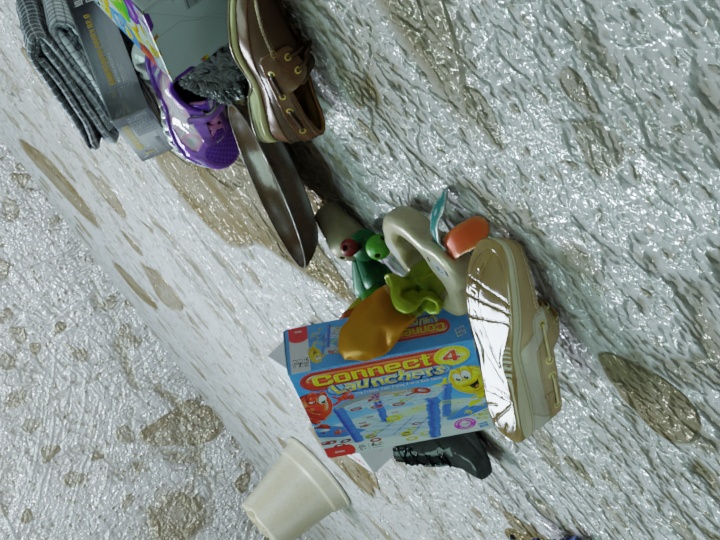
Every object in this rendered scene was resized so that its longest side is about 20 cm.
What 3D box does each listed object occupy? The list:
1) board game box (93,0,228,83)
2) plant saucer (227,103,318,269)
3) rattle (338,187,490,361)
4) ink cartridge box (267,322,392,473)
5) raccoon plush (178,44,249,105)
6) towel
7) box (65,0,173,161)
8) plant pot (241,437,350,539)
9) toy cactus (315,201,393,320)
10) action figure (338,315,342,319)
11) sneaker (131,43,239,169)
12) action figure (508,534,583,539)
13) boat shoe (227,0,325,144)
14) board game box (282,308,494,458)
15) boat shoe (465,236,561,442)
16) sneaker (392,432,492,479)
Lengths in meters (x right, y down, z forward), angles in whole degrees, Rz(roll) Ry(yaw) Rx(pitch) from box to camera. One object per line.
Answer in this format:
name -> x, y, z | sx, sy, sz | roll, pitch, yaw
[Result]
board game box -> -0.203, -0.291, 1.249 | 0.200, 0.105, 0.103 | 46, 166, 28
plant saucer -> -0.093, -0.098, 1.496 | 0.201, 0.032, 0.202 | 90, 154, -67
rattle -> 0.041, 0.008, 1.269 | 0.200, 0.142, 0.131 | 166, 81, -80
ink cartridge box -> -0.032, 0.192, 2.018 | 0.144, 0.084, 0.201 | 24, 152, 57
raccoon plush -> -0.142, -0.201, 1.365 | 0.201, 0.097, 0.134 | 52, 172, -15
towel -> -0.381, -0.274, 1.788 | 0.201, 0.085, 0.166 | 59, 180, -36
box -> -0.286, -0.232, 1.603 | 0.200, 0.048, 0.160 | 83, 165, -82
plant pot -> -0.153, 0.504, 2.943 | 0.200, 0.183, 0.201 | 44, 164, 16
toy cactus -> 0.000, 0.000, 1.471 | 0.166, 0.102, 0.200 | 53, 176, 24
action figure -> -0.008, 0.144, 1.819 | 0.065, 0.099, 0.201 | 32, 155, 43
sneaker -> -0.186, -0.188, 1.533 | 0.088, 0.080, 0.201 | 29, 155, 42
action figure -> 0.260, 0.403, 1.690 | 0.193, 0.105, 0.200 | 35, 164, 14
boat shoe -> -0.074, -0.199, 1.228 | 0.067, 0.072, 0.201 | 7, 140, 17
board game box -> 0.035, 0.119, 1.442 | 0.196, 0.198, 0.056 | 69, -169, -54
boat shoe -> 0.145, 0.055, 1.211 | 0.074, 0.069, 0.202 | 32, 137, 52
sneaker -> 0.092, 0.226, 1.743 | 0.199, 0.091, 0.076 | 30, 155, 47
